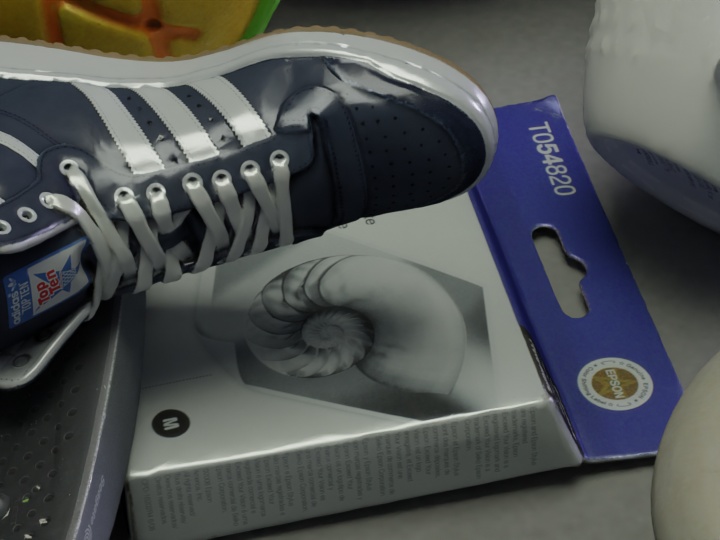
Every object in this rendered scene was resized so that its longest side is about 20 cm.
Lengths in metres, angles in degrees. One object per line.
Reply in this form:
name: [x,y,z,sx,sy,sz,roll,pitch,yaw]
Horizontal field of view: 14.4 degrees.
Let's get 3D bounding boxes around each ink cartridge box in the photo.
ink cartridge box: [0.000,0.000,0.998,0.199,0.041,0.200,-10,43,-9]

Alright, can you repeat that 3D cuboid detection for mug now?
mug: [0.158,-0.105,0.984,0.147,0.200,0.176,29,85,8]

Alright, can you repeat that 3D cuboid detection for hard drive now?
hard drive: [-0.132,0.037,0.929,0.134,0.042,0.200,-14,44,16]

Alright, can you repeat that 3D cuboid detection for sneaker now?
sneaker: [-0.060,-0.018,0.877,0.199,0.070,0.109,2,40,9]

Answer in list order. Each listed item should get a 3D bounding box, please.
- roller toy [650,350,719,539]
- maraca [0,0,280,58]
roller toy: [0.173,0.097,0.812,0.182,0.140,0.200,-31,50,-29]
maraca: [-0.082,-0.132,1.052,0.200,0.137,0.107,-28,18,24]
